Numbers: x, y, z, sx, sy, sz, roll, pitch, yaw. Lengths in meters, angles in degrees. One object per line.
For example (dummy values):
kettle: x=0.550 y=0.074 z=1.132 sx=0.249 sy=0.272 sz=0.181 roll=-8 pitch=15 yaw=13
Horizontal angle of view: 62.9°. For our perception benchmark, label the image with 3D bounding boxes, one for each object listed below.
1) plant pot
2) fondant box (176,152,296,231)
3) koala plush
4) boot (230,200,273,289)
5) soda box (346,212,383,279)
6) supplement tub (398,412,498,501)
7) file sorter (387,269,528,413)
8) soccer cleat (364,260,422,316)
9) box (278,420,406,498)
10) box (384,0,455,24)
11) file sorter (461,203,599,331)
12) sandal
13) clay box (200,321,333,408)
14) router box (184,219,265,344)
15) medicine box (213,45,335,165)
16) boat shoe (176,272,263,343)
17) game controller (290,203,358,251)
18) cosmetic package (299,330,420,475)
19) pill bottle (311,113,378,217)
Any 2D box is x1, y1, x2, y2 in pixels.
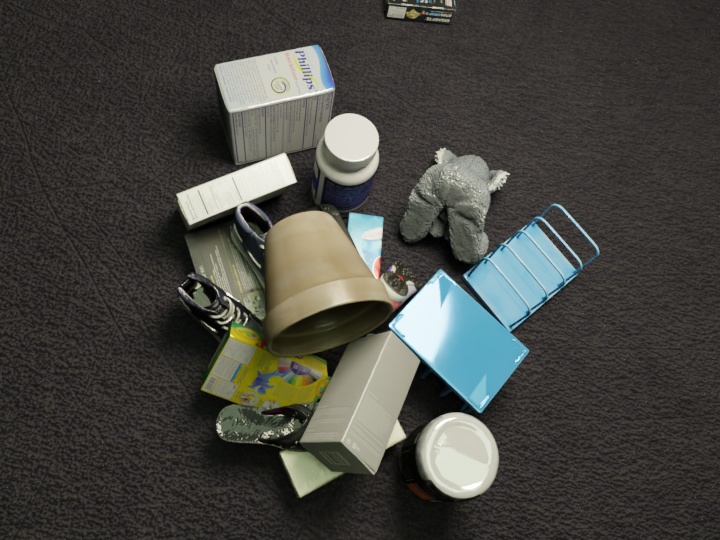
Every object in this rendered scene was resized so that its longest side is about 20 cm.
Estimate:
plant pot: x=-0.071 y=0.014 z=0.899 sx=0.198 sy=0.200 sz=0.175 roll=-16 pitch=69 yaw=-14
fondant box: x=-0.225 y=-0.137 z=1.052 sx=0.198 sy=0.144 sz=0.059 roll=-24 pitch=96 yaw=-16
koala plush: x=0.193 y=-0.154 z=1.120 sx=0.176 sy=0.185 sz=0.200 roll=23 pitch=46 yaw=16
boot: x=-0.150 y=-0.021 z=0.994 sx=0.073 sy=0.090 sz=0.200 roll=-41 pitch=83 yaw=-24
soda box: x=0.000 y=0.000 z=1.083 sx=0.067 sy=0.064 sz=0.203 roll=7 pitch=70 yaw=-6
supplement tub: x=0.129 y=0.296 z=0.921 sx=0.121 sy=0.200 sz=0.124 roll=3 pitch=69 yaw=-8
file sorter: x=0.155 y=0.132 z=1.019 sx=0.200 sy=0.123 sz=0.139 roll=43 pitch=70 yaw=8
soccer cleat: x=0.057 y=0.035 z=1.035 sx=0.068 sy=0.200 sz=0.073 roll=43 pitch=107 yaw=6
box: x=-0.031 y=0.290 z=0.971 sx=0.198 sy=0.068 sz=0.083 roll=-23 pitch=74 yaw=-16
box: x=0.133 y=-0.669 z=1.354 sx=0.157 sy=0.046 sz=0.203 roll=2 pitch=70 yaw=-8
file sorter: x=0.320 y=-0.009 z=1.103 sx=0.199 sy=0.123 sz=0.139 roll=-35 pitch=78 yaw=-18
sandal: x=-0.125 y=0.242 z=0.917 sx=0.198 sy=0.048 sz=0.076 roll=0 pitch=66 yaw=-7
clay box: x=-0.143 y=0.174 z=0.954 sx=0.198 sy=0.048 sz=0.116 roll=26 pitch=111 yaw=-20
router box: x=-0.214 y=0.011 z=1.051 sx=0.147 sy=0.051 sz=0.202 roll=-17 pitch=75 yaw=-14
medicine box: x=-0.160 y=-0.306 z=1.105 sx=0.198 sy=0.182 sz=0.104 roll=-17 pitch=74 yaw=-14
boat shoe: x=-0.216 y=0.080 z=0.953 sx=0.199 sy=0.093 sz=0.075 roll=33 pitch=74 yaw=0
game controller: x=-0.057 y=-0.029 z=1.035 sx=0.103 sy=0.042 sz=0.201 roll=-22 pitch=65 yaw=-8
cosmetic package: x=0.003 y=0.199 z=0.905 sx=0.090 sy=0.106 sz=0.201 roll=48 pitch=52 yaw=-21
pill bottle: x=-0.028 y=-0.188 z=1.073 sx=0.114 sy=0.200 sz=0.117 roll=3 pitch=70 yaw=-8
